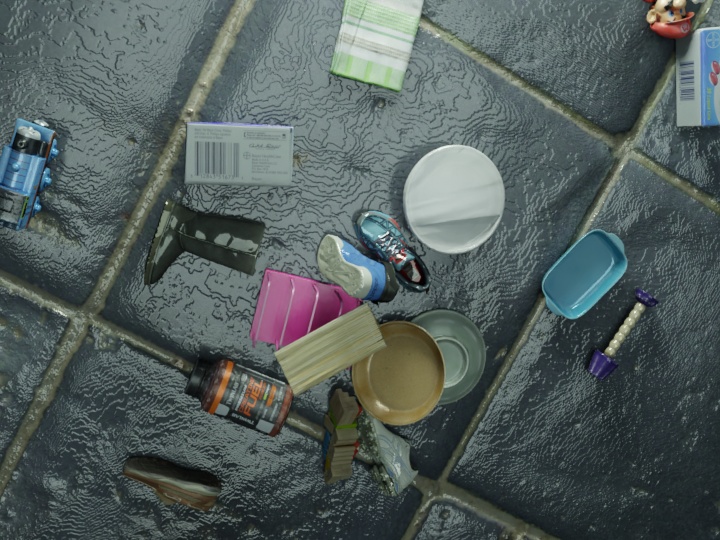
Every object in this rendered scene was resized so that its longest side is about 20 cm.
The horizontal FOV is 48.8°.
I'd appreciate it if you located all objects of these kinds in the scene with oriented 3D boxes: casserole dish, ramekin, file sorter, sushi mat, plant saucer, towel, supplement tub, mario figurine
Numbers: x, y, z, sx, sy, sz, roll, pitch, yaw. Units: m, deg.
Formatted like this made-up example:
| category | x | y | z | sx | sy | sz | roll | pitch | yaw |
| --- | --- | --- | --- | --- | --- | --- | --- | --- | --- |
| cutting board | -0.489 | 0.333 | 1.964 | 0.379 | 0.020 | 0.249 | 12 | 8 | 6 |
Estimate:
| category | x | y | z | sx | sy | sz | roll | pitch | yaw |
| --- | --- | --- | --- | --- | --- | --- | --- | --- | --- |
| casserole dish | 0.451 | 0.006 | 1.617 | 0.121 | 0.039 | 0.200 | 44 | 93 | -13 |
| ramekin | 0.171 | -0.138 | 1.526 | 0.199 | 0.094 | 0.206 | -1 | 100 | -8 |
| file sorter | -0.101 | 0.098 | 1.515 | 0.197 | 0.125 | 0.141 | 14 | 98 | -10 |
| sushi mat | -0.053 | 0.145 | 1.459 | 0.198 | 0.012 | 0.097 | -28 | 105 | -5 |
| plant saucer | 0.164 | 0.181 | 1.604 | 0.197 | 0.050 | 0.204 | -1 | 101 | -8 |
| plant saucer | 0.079 | 0.202 | 1.565 | 0.197 | 0.035 | 0.204 | -3 | 83 | 23 |
| towel | 0.034 | -0.452 | 1.485 | 0.147 | 0.031 | 0.203 | 13 | 98 | -9 |
| supplement tub | -0.236 | 0.240 | 1.531 | 0.198 | 0.107 | 0.108 | 23 | 96 | -11 |
| mario figurine | 0.582 | -0.541 | 1.501 | 0.122 | 0.106 | 0.203 | -19 | 95 | 32 |

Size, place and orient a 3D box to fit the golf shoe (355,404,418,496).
| category | x | y | z | sx | sy | sz | roll | pitch | yaw |
| --- | --- | --- | --- | --- | --- | --- | --- | --- | --- |
| golf shoe | 0.054 | 0.354 | 1.621 | 0.096 | 0.078 | 0.203 | -26 | 103 | -28 |

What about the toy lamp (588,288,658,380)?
| category | x | y | z | sx | sy | sz | roll | pitch | yaw |
| --- | --- | --- | --- | --- | --- | --- | --- | --- | --- |
| toy lamp | 0.541 | 0.136 | 1.642 | 0.058 | 0.058 | 0.201 | 31 | 95 | -12 |

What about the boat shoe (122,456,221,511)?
| category | x | y | z | sx | sy | sz | roll | pitch | yaw |
| --- | --- | --- | --- | --- | --- | --- | --- | --- | --- |
| boat shoe | -0.376 | 0.427 | 1.564 | 0.197 | 0.076 | 0.073 | 20 | 99 | -9 |

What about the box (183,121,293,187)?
| category | x | y | z | sx | sy | sz | roll | pitch | yaw |
| --- | --- | --- | --- | --- | --- | --- | --- | --- | --- |
| box | -0.213 | -0.207 | 1.408 | 0.181 | 0.200 | 0.107 | 1 | 99 | -8 |

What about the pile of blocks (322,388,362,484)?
| category | x | y | z | sx | sy | sz | roll | pitch | yaw |
| --- | --- | --- | --- | --- | --- | --- | --- | --- | --- |
| pile of blocks | -0.034 | 0.334 | 1.599 | 0.061 | 0.082 | 0.203 | 1 | 110 | -26 |

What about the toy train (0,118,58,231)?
| category | x | y | z | sx | sy | sz | roll | pitch | yaw |
| --- | --- | --- | --- | --- | --- | --- | --- | --- | --- |
| toy train | -0.600 | -0.169 | 1.406 | 0.086 | 0.114 | 0.203 | 19 | 97 | -11 |

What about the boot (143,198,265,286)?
| category | x | y | z | sx | sy | sz | roll | pitch | yaw |
| --- | --- | --- | --- | --- | --- | --- | --- | --- | --- |
| boot | -0.296 | -0.030 | 1.503 | 0.198 | 0.073 | 0.184 | 19 | 99 | -17 |

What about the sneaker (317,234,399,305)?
| category | x | y | z | sx | sy | sz | roll | pitch | yaw |
| --- | --- | --- | --- | --- | --- | --- | --- | --- | --- |
| sneaker | 0.000 | 0.001 | 1.496 | 0.110 | 0.200 | 0.078 | 16 | 104 | -34 |

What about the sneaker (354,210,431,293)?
| category | x | y | z | sx | sy | sz | roll | pitch | yaw |
| --- | --- | --- | --- | --- | --- | --- | --- | --- | --- |
| sneaker | 0.072 | -0.038 | 1.529 | 0.079 | 0.096 | 0.200 | -45 | 103 | -1 |

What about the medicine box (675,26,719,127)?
| category | x | y | z | sx | sy | sz | roll | pitch | yaw |
| --- | --- | --- | --- | --- | --- | --- | --- | --- | --- |
| medicine box | 0.732 | -0.383 | 1.553 | 0.197 | 0.103 | 0.185 | -7 | 101 | -5 |
